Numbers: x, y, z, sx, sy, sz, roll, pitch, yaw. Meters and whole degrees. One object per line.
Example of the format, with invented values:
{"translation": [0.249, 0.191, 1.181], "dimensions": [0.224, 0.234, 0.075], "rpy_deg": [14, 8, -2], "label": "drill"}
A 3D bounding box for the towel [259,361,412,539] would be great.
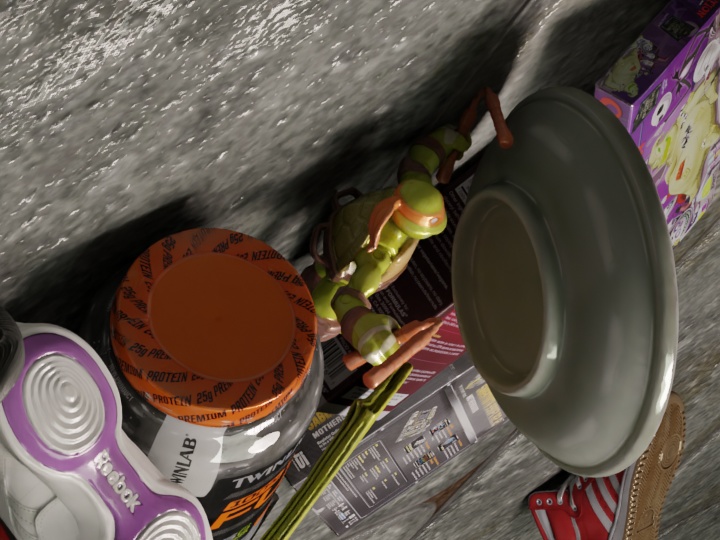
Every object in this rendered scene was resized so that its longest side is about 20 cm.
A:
{"translation": [-0.040, 0.135, 1.516], "dimensions": [0.200, 0.018, 0.086], "rpy_deg": [-54, 179, 22], "label": "towel"}

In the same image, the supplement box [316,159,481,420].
{"translation": [0.053, 0.002, 1.542], "dimensions": [0.200, 0.061, 0.109], "rpy_deg": [-37, 163, 13], "label": "supplement box"}

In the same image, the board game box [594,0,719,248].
{"translation": [0.162, -0.066, 1.476], "dimensions": [0.120, 0.032, 0.200], "rpy_deg": [-43, 155, -27], "label": "board game box"}

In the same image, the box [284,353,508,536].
{"translation": [0.023, 0.097, 1.773], "dimensions": [0.158, 0.048, 0.200], "rpy_deg": [-35, 164, -1], "label": "box"}

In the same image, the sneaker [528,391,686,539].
{"translation": [0.212, 0.177, 2.363], "dimensions": [0.071, 0.112, 0.201], "rpy_deg": [-14, 124, -45], "label": "sneaker"}

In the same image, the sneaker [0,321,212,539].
{"translation": [-0.133, 0.101, 1.262], "dimensions": [0.075, 0.200, 0.099], "rpy_deg": [-38, -150, -29], "label": "sneaker"}

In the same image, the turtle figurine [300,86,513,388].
{"translation": [0.000, 0.000, 1.376], "dimensions": [0.161, 0.064, 0.200], "rpy_deg": [-46, -161, 51], "label": "turtle figurine"}

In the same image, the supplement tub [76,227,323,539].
{"translation": [-0.088, 0.067, 1.344], "dimensions": [0.122, 0.123, 0.200], "rpy_deg": [-27, 162, -24], "label": "supplement tub"}

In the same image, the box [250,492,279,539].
{"translation": [-0.165, 0.167, 1.528], "dimensions": [0.176, 0.097, 0.200], "rpy_deg": [-27, 163, -31], "label": "box"}

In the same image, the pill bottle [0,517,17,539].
{"translation": [-0.180, 0.175, 1.332], "dimensions": [0.116, 0.200, 0.116], "rpy_deg": [-31, 164, -10], "label": "pill bottle"}

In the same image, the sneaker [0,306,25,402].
{"translation": [-0.231, 0.070, 1.196], "dimensions": [0.200, 0.076, 0.115], "rpy_deg": [-27, 173, 4], "label": "sneaker"}

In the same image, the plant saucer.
{"translation": [0.091, 0.008, 1.379], "dimensions": [0.050, 0.201, 0.200], "rpy_deg": [-7, 153, -25], "label": "plant saucer"}
